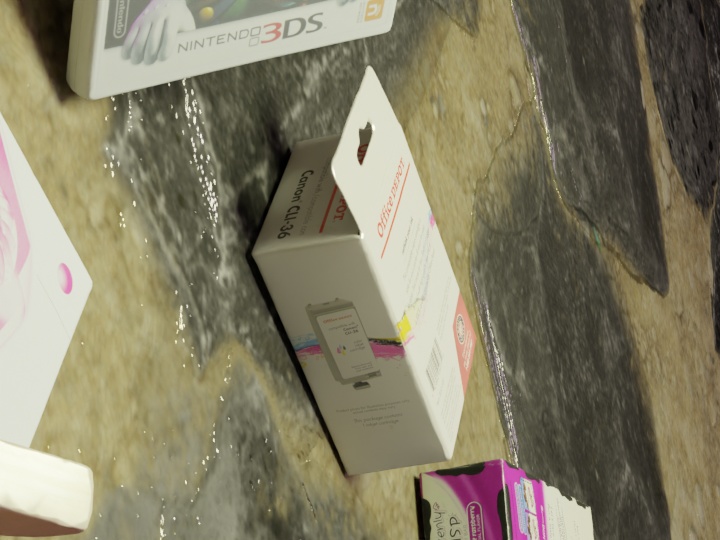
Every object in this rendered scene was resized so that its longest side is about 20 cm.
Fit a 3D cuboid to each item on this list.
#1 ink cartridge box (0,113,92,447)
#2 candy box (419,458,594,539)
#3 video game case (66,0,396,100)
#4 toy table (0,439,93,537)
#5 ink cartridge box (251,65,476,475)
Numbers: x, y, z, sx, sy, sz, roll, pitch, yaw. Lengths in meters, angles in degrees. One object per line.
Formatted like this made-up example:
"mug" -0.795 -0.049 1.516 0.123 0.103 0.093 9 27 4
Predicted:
"ink cartridge box" -0.172 -0.003 0.721 0.197 0.043 0.200 -76 150 -48
"candy box" 0.103 0.208 1.332 0.200 0.061 0.137 34 48 -62
"video game case" -0.042 -0.182 0.921 0.181 0.023 0.200 -18 133 -36
"toy table" -0.173 0.052 0.533 0.184 0.117 0.201 9 73 -53
"ink cartridge box" 0.000 0.000 1.150 0.117 0.067 0.200 -73 148 -53
